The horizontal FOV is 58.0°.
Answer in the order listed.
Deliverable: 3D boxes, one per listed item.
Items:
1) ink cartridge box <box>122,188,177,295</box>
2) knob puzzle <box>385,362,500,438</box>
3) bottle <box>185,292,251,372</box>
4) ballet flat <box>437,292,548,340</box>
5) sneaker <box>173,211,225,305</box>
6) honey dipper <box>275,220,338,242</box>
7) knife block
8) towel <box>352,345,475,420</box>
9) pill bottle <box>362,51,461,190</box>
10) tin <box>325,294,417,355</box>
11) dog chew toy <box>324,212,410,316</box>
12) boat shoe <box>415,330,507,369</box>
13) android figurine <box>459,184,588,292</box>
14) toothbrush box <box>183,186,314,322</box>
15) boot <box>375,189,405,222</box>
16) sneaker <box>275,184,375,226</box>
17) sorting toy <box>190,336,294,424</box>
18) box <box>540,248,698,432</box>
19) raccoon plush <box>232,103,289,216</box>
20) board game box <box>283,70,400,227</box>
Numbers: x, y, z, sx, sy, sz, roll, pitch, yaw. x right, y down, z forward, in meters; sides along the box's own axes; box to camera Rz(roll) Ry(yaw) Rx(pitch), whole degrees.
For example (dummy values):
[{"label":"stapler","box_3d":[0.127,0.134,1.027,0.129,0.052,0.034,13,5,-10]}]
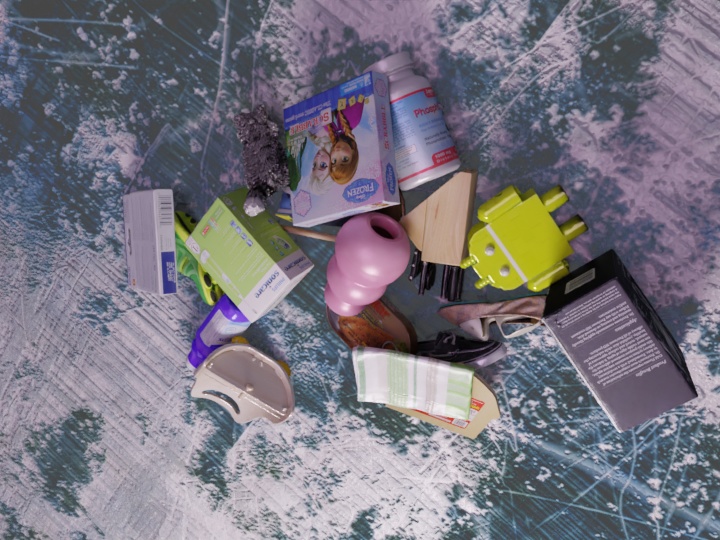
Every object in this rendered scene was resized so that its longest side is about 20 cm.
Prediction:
[{"label":"ink cartridge box","box_3d":[-0.413,-0.057,1.272,0.200,0.040,0.201,6,99,53]},{"label":"knob puzzle","box_3d":[0.149,0.208,1.121,0.218,0.031,0.220,12,140,11]},{"label":"bottle","box_3d":[-0.280,0.125,1.284,0.200,0.083,0.065,-49,64,27]},{"label":"ballet flat","box_3d":[0.225,0.081,1.088,0.199,0.068,0.068,-9,69,23]},{"label":"sneaker","box_3d":[-0.328,-0.019,1.277,0.083,0.074,0.201,-36,78,32]},{"label":"honey dipper","box_3d":[-0.082,-0.066,1.192,0.199,0.038,0.038,12,107,22]},{"label":"knife block","box_3d":[0.157,-0.047,1.090,0.200,0.064,0.176,-38,89,24]},{"label":"towel","box_3d":[0.086,0.191,1.083,0.199,0.031,0.150,9,140,14]},{"label":"pill bottle","box_3d":[0.078,-0.239,1.045,0.108,0.109,0.201,-20,96,24]},{"label":"tin","box_3d":[0.020,0.098,1.165,0.200,0.042,0.112,46,119,24]},{"label":"dog chew toy","box_3d":[0.000,0.000,1.085,0.124,0.125,0.200,36,128,8]},{"label":"boat shoe","box_3d":[0.154,0.139,1.138,0.199,0.072,0.068,-14,100,30]},{"label":"android figurine","box_3d":[0.255,-0.045,1.039,0.200,0.041,0.182,-33,110,14]},{"label":"toothbrush box","box_3d":[-0.208,-0.029,1.205,0.200,0.086,0.146,49,126,5]},{"label":"boot","box_3d":[0.028,-0.140,1.107,0.073,0.075,0.201,-4,103,23]},{"label":"sneaker","box_3d":[-0.062,-0.122,1.131,0.199,0.074,0.083,6,79,32]},{"label":"sorting toy","box_3d":[-0.248,0.236,1.290,0.200,0.107,0.180,35,128,-17]},{"label":"box","box_3d":[0.379,0.096,0.968,0.124,0.200,0.197,-33,91,23]},{"label":"raccoon plush","box_3d":[-0.172,-0.198,1.109,0.096,0.200,0.134,-20,117,7]},{"label":"board game box","box_3d":[-0.035,-0.185,1.027,0.199,0.041,0.201,-11,83,41]}]
